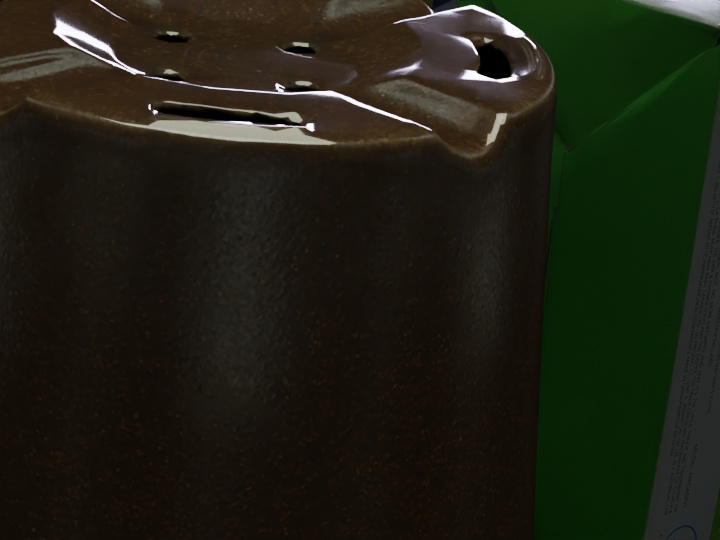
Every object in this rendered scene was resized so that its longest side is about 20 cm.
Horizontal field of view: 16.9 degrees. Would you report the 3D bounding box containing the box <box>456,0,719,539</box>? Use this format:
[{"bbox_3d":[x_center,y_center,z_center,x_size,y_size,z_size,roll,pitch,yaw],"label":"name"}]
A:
[{"bbox_3d":[0.112,0.000,0.716,0.097,0.200,0.176,25,29,38],"label":"box"}]

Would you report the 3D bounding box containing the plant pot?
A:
[{"bbox_3d":[-0.037,0.034,0.595,0.200,0.198,0.200,6,21,-2],"label":"plant pot"}]

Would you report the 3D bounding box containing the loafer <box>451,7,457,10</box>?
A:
[{"bbox_3d":[0.099,-0.128,0.986,0.200,0.068,0.076,-30,29,-2],"label":"loafer"}]

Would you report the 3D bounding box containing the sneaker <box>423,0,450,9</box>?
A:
[{"bbox_3d":[0.042,-0.139,1.063,0.105,0.076,0.200,7,-27,-38],"label":"sneaker"}]

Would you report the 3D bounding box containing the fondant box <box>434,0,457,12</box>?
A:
[{"bbox_3d":[0.120,-0.129,1.122,0.200,0.058,0.144,3,29,43],"label":"fondant box"}]
